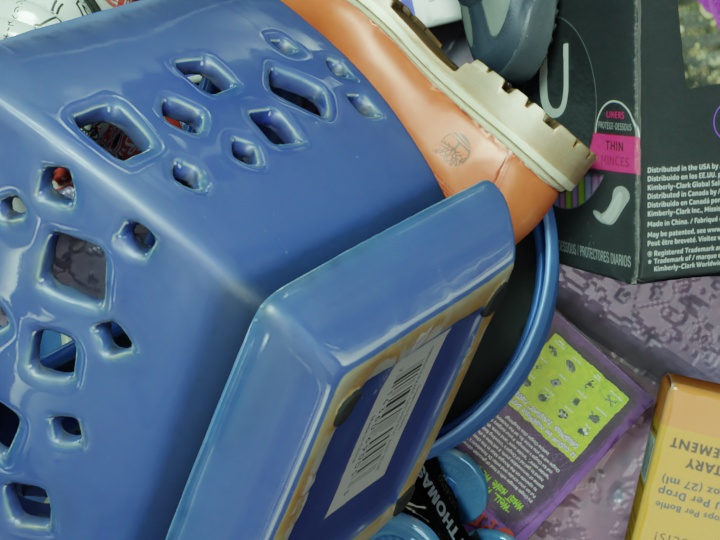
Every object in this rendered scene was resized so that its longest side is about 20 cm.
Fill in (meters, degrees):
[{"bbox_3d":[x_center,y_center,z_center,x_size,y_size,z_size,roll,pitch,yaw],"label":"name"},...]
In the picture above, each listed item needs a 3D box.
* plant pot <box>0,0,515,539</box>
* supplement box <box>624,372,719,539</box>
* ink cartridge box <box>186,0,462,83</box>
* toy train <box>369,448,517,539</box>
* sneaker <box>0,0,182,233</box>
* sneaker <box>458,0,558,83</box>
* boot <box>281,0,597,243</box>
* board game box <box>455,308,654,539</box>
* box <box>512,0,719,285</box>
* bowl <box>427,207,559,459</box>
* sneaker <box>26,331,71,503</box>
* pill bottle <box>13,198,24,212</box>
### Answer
[{"bbox_3d":[-0.061,0.023,0.676,0.179,0.200,0.201,34,121,19],"label":"plant pot"},{"bbox_3d":[0.164,0.158,0.865,0.066,0.069,0.201,13,95,7],"label":"supplement box"},{"bbox_3d":[-0.043,-0.151,0.842,0.199,0.037,0.095,-13,98,-1],"label":"ink cartridge box"},{"bbox_3d":[0.029,0.173,0.857,0.114,0.087,0.201,-18,107,34],"label":"toy train"},{"bbox_3d":[-0.131,-0.062,0.772,0.067,0.108,0.202,12,140,11],"label":"sneaker"},{"bbox_3d":[0.039,-0.184,0.784,0.082,0.070,0.201,-6,86,-25],"label":"sneaker"},{"bbox_3d":[-0.001,-0.071,0.771,0.200,0.075,0.107,43,100,26],"label":"boot"},{"bbox_3d":[0.038,0.043,0.876,0.200,0.032,0.120,42,91,-6],"label":"board game box"},{"bbox_3d":[0.141,-0.103,0.796,0.106,0.122,0.201,-4,99,-22],"label":"box"},{"bbox_3d":[0.000,0.000,0.812,0.200,0.039,0.202,-6,74,21],"label":"bowl"},{"bbox_3d":[-0.195,0.107,0.845,0.111,0.077,0.201,9,105,-15],"label":"sneaker"},{"bbox_3d":[-0.255,-0.013,0.819,0.199,0.112,0.112,-32,98,3],"label":"pill bottle"}]
